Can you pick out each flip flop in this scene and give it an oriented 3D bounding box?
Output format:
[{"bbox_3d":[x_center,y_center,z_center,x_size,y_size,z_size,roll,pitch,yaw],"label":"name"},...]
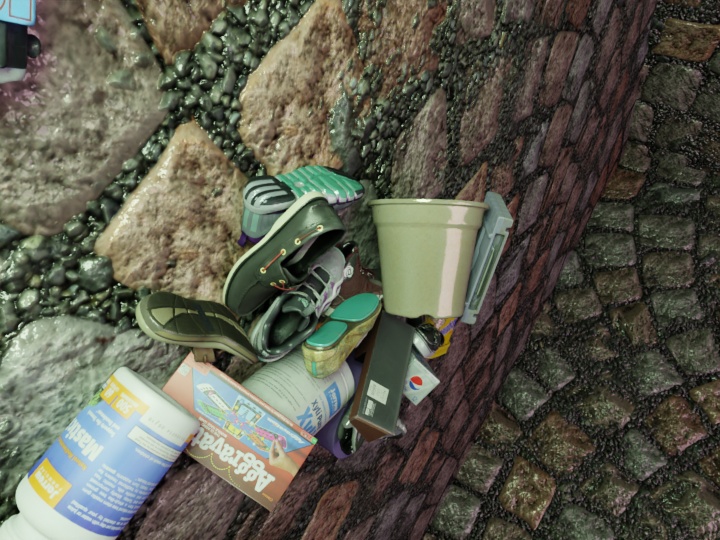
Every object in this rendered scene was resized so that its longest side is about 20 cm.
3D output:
[{"bbox_3d":[-0.194,0.079,0.613,0.058,0.081,0.200,-42,154,8],"label":"flip flop"}]

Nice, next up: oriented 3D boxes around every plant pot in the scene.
[{"bbox_3d":[0.107,-0.019,0.850,0.200,0.199,0.185,-3,95,-58],"label":"plant pot"}]

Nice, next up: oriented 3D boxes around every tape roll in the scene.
[{"bbox_3d":[-0.023,0.262,1.022,0.200,0.085,0.201,-38,142,-38],"label":"tape roll"}]

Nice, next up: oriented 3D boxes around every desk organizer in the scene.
[{"bbox_3d":[0.028,0.177,0.863,0.077,0.072,0.201,-42,-156,47],"label":"desk organizer"}]

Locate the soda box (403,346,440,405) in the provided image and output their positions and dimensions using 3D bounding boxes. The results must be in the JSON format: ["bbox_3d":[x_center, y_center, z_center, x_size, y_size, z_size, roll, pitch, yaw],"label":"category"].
[{"bbox_3d":[0.084,0.174,0.983,0.063,0.068,0.200,-45,-167,3],"label":"soda box"}]

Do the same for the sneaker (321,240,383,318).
[{"bbox_3d":[0.000,0.000,0.869,0.200,0.075,0.116,-23,128,-50],"label":"sneaker"}]

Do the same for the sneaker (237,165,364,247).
[{"bbox_3d":[-0.081,-0.086,0.690,0.199,0.074,0.088,-15,142,-45],"label":"sneaker"}]

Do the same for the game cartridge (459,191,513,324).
[{"bbox_3d":[0.207,-0.024,0.890,0.130,0.038,0.201,-90,-168,-62],"label":"game cartridge"}]

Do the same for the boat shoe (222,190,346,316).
[{"bbox_3d":[-0.100,-0.007,0.643,0.201,0.063,0.074,-44,157,19],"label":"boat shoe"}]

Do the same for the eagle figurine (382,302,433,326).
[{"bbox_3d":[0.122,0.031,1.033,0.200,0.151,0.152,18,62,-64],"label":"eagle figurine"}]

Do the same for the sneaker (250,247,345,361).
[{"bbox_3d":[-0.074,0.043,0.710,0.201,0.078,0.140,-58,-171,-15],"label":"sneaker"}]

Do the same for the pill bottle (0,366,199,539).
[{"bbox_3d":[-0.274,0.213,0.534,0.200,0.112,0.112,-54,150,-20],"label":"pill bottle"}]

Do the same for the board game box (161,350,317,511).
[{"bbox_3d":[-0.164,0.201,0.647,0.103,0.200,0.019,-55,-174,-16],"label":"board game box"}]

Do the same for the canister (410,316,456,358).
[{"bbox_3d":[0.189,0.100,1.249,0.148,0.086,0.201,-1,111,-59],"label":"canister"}]

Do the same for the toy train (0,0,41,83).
[{"bbox_3d":[-0.243,-0.201,0.297,0.114,0.086,0.201,-23,131,-59],"label":"toy train"}]

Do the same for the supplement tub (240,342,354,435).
[{"bbox_3d":[-0.117,0.203,0.769,0.200,0.132,0.133,-36,140,-41],"label":"supplement tub"}]

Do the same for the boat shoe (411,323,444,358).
[{"bbox_3d":[0.130,0.131,1.015,0.057,0.069,0.200,-42,163,2],"label":"boat shoe"}]

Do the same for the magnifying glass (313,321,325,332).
[{"bbox_3d":[-0.036,0.092,0.862,0.200,0.079,0.023,5,63,-69],"label":"magnifying glass"}]

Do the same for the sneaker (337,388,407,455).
[{"bbox_3d":[0.012,0.299,0.960,0.116,0.075,0.200,-50,138,-16],"label":"sneaker"}]

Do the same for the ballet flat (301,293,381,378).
[{"bbox_3d":[-0.025,0.096,0.762,0.200,0.070,0.071,-39,144,-59],"label":"ballet flat"}]
